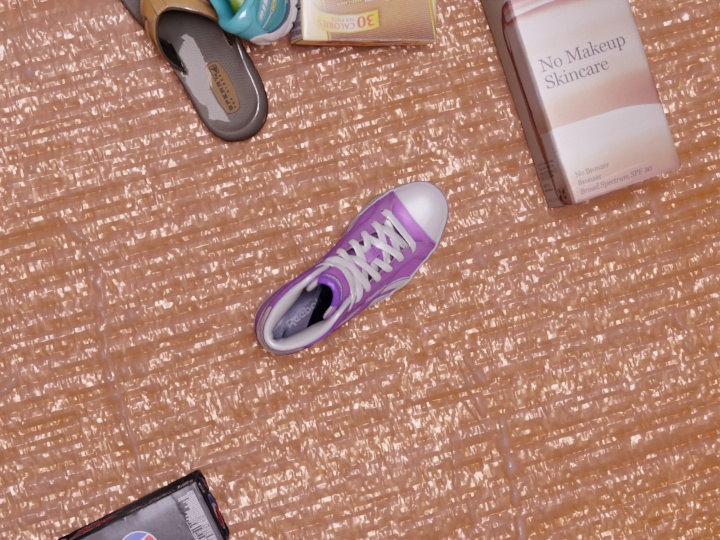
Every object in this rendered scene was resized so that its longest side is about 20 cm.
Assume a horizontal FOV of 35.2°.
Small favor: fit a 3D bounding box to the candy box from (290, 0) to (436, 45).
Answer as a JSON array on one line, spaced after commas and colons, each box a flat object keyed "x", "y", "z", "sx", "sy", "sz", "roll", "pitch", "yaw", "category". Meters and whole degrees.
[{"x": 0.001, "y": -0.287, "z": 0.930, "sx": 0.115, "sy": 0.055, "sz": 0.201, "roll": -2, "pitch": 97, "yaw": -14, "category": "candy box"}]

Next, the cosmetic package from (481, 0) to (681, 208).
[{"x": 0.181, "y": -0.162, "z": 0.949, "sx": 0.103, "sy": 0.087, "sz": 0.201, "roll": -20, "pitch": 92, "yaw": -4, "category": "cosmetic package"}]

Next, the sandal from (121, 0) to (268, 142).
[{"x": -0.145, "y": -0.194, "z": 0.925, "sx": 0.081, "sy": 0.055, "sz": 0.201, "roll": -25, "pitch": 96, "yaw": 16, "category": "sandal"}]

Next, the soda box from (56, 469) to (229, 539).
[{"x": -0.208, "y": 0.237, "z": 0.920, "sx": 0.199, "sy": 0.071, "sz": 0.064, "roll": -25, "pitch": 91, "yaw": -5, "category": "soda box"}]

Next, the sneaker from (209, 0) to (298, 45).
[{"x": -0.109, "y": -0.273, "z": 0.886, "sx": 0.077, "sy": 0.080, "sz": 0.201, "roll": -25, "pitch": 87, "yaw": 29, "category": "sneaker"}]

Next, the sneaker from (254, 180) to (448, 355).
[{"x": 0.000, "y": 0.001, "z": 0.919, "sx": 0.200, "sy": 0.114, "sz": 0.073, "roll": -43, "pitch": 92, "yaw": -5, "category": "sneaker"}]
